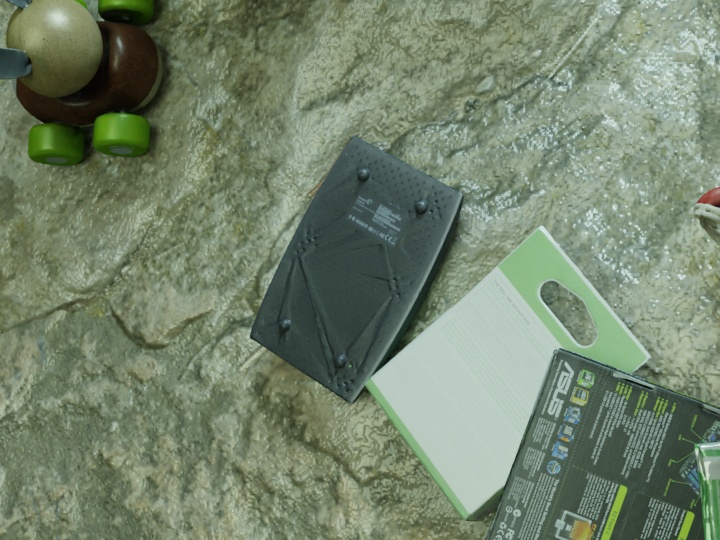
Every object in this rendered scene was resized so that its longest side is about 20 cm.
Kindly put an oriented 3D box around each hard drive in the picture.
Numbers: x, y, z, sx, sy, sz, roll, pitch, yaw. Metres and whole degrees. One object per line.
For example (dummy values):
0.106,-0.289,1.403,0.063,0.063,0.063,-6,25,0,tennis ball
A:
0.000,0.000,1.169,0.134,0.042,0.201,30,95,27,hard drive

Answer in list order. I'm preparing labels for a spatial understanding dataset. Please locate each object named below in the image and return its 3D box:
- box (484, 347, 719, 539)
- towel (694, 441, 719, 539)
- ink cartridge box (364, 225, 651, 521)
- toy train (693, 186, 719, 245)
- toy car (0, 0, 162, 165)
0.202,0.183,1.007,0.192,0.048,0.201,19,91,7,box
0.321,0.215,0.952,0.151,0.023,0.202,-7,84,6,towel
0.120,0.085,1.094,0.200,0.048,0.146,-42,67,10,ink cartridge box
0.301,-0.039,0.940,0.115,0.200,0.085,-29,70,14,toy train
-0.296,-0.204,1.262,0.157,0.200,0.166,-5,79,25,toy car
